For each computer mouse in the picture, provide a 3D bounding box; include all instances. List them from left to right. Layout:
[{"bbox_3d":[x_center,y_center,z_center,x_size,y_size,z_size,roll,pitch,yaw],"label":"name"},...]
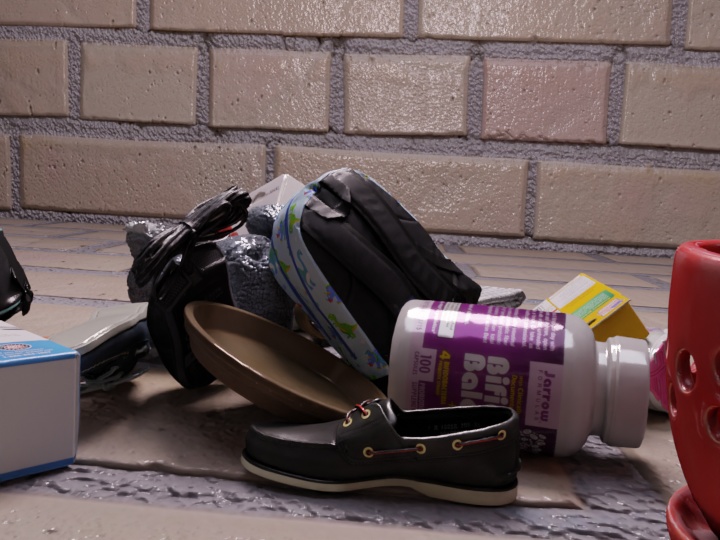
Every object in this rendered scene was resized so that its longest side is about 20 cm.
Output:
[{"bbox_3d":[-0.157,0.023,0.702,0.052,0.203,0.138,26,46,24],"label":"computer mouse"}]

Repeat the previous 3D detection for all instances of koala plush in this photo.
[{"bbox_3d":[-0.169,0.020,0.845,0.194,0.182,0.184,6,16,-5],"label":"koala plush"}]

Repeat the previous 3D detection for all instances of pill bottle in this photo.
[{"bbox_3d":[0.126,0.088,0.615,0.195,0.116,0.112,4,7,14],"label":"pill bottle"}]

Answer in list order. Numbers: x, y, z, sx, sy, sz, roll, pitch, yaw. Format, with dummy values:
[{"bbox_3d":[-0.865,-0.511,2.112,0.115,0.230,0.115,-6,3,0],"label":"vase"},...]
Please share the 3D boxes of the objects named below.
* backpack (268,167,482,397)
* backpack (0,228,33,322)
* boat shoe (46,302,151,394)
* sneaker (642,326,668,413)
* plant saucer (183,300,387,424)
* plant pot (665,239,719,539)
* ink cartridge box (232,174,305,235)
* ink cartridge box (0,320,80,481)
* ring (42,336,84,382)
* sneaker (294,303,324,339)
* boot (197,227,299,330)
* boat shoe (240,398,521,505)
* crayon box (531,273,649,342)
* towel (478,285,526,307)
[{"bbox_3d":[0.000,0.000,0.754,0.152,0.201,0.164,-3,41,54],"label":"backpack"},{"bbox_3d":[-0.444,0.014,0.739,0.197,0.156,0.175,-28,15,-17],"label":"backpack"},{"bbox_3d":[-0.225,0.071,0.670,0.073,0.064,0.200,-8,6,-6],"label":"boat shoe"},{"bbox_3d":[0.291,0.099,0.794,0.086,0.084,0.199,1,-1,25],"label":"sneaker"},{"bbox_3d":[-0.064,0.084,0.644,0.197,0.030,0.200,28,4,-2],"label":"plant saucer"},{"bbox_3d":[0.260,0.084,0.395,0.195,0.188,0.200,3,6,0],"label":"plant pot"},{"bbox_3d":[-0.084,-0.041,1.147,0.198,0.086,0.145,31,-31,-30],"label":"ink cartridge box"},{"bbox_3d":[-0.313,0.086,0.543,0.197,0.088,0.144,8,7,43],"label":"ink cartridge box"},{"bbox_3d":[-0.325,0.095,0.764,0.195,0.020,0.200,3,6,0],"label":"ring"},{"bbox_3d":[-0.038,0.057,1.033,0.088,0.069,0.198,7,2,38],"label":"sneaker"},{"bbox_3d":[-0.144,0.008,1.040,0.196,0.148,0.072,0,7,-31],"label":"boot"},{"bbox_3d":[0.014,0.119,0.533,0.196,0.065,0.074,2,8,6],"label":"boat shoe"},{"bbox_3d":[0.216,0.071,0.788,0.125,0.052,0.200,-38,2,7],"label":"crayon box"},{"bbox_3d":[0.087,0.067,0.926,0.163,0.088,0.198,6,9,39],"label":"towel"}]
